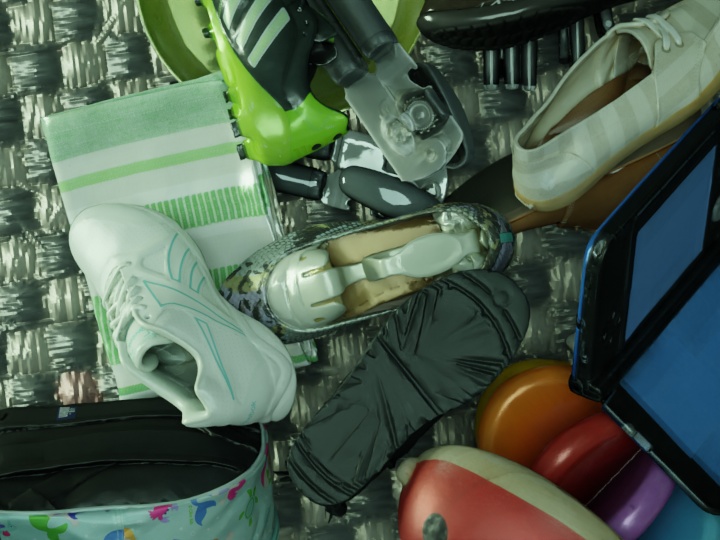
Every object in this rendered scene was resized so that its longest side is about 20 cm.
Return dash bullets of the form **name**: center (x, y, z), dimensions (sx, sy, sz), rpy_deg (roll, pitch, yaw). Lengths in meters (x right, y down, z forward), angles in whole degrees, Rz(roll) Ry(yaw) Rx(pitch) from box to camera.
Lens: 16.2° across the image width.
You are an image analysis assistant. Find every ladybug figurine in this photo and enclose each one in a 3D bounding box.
- **ladybug figurine**: center (0.097, 0.187, 1.546), dimensions (0.199, 0.136, 0.072), rpy_deg (36, 53, 7)

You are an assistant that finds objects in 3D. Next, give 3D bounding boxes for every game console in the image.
- **game console**: center (0.226, 0.019, 1.588), dimensions (0.118, 0.200, 0.172), rpy_deg (22, 132, 23)

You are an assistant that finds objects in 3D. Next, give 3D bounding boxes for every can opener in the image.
- **can opener**: center (-0.036, -0.074, 1.679), dimensions (0.198, 0.066, 0.053), rpy_deg (14, 88, 8)
- **can opener**: center (0.004, -0.145, 1.651), dimensions (0.053, 0.067, 0.201), rpy_deg (-38, 77, 21)

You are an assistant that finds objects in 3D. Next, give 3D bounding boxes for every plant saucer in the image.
- **plant saucer**: center (-0.051, -0.195, 1.688), dimensions (0.198, 0.031, 0.202), rpy_deg (0, 85, 0)

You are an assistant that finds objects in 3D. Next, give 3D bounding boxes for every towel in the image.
- **towel**: center (-0.120, -0.020, 1.674), dimensions (0.151, 0.023, 0.202), rpy_deg (-13, 97, 19)

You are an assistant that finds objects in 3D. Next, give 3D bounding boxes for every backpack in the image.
- **backpack**: center (-0.150, 0.157, 1.624), dimensions (0.198, 0.178, 0.152), rpy_deg (-11, 111, -1)

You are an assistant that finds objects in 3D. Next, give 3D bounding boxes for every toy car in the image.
- **toy car**: center (0.155, 0.141, 1.619), dimensions (0.200, 0.150, 0.175), rpy_deg (44, 91, 3)

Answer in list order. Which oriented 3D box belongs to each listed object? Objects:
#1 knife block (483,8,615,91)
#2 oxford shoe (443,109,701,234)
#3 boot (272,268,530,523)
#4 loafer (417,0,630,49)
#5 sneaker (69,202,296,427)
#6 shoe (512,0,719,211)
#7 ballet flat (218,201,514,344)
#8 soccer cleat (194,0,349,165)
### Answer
- **knife block**: center (0.101, -0.224, 1.671), dimensions (0.176, 0.064, 0.200), rpy_deg (-45, 88, 1)
- **oxford shoe**: center (0.140, -0.048, 1.669), dimensions (0.199, 0.072, 0.072), rpy_deg (-22, 122, 10)
- **boot**: center (0.026, 0.079, 1.621), dimensions (0.073, 0.162, 0.198), rpy_deg (45, 90, 4)
- **loafer**: center (0.127, -0.195, 1.602), dimensions (0.199, 0.073, 0.072), rpy_deg (-17, 81, -3)
- **sneaker**: center (-0.128, 0.026, 1.613), dimensions (0.200, 0.080, 0.071), rpy_deg (43, 125, 28)
- **shoe**: center (0.172, -0.118, 1.618), dimensions (0.200, 0.054, 0.070), rpy_deg (-42, 44, -15)
- **ballet flat**: center (0.000, 0.000, 1.609), dimensions (0.199, 0.072, 0.073), rpy_deg (-15, 88, 4)
- **soccer cleat**: center (-0.061, -0.160, 1.614), dimensions (0.080, 0.068, 0.201), rpy_deg (-16, 70, -3)
